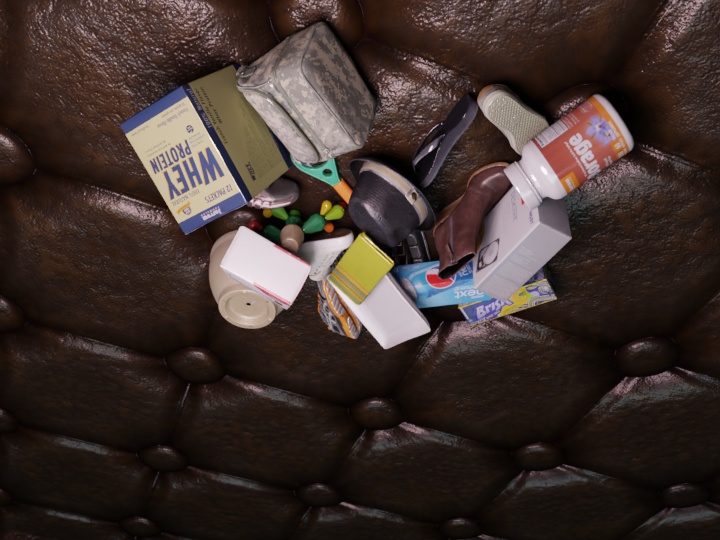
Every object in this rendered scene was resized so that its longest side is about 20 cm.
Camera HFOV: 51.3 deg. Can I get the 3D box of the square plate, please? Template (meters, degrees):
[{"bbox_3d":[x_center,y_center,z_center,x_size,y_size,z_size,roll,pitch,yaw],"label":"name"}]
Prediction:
[{"bbox_3d":[0.036,0.058,1.493,0.199,0.028,0.200,50,151,-4],"label":"square plate"}]

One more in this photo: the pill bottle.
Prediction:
[{"bbox_3d":[0.346,-0.193,1.261,0.199,0.113,0.112,-36,126,13],"label":"pill bottle"}]

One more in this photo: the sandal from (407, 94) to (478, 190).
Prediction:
[{"bbox_3d":[0.132,-0.226,1.312,0.042,0.077,0.201,21,123,-20],"label":"sandal"}]

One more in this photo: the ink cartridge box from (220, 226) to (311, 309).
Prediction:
[{"bbox_3d":[-0.174,0.001,1.386,0.145,0.084,0.200,29,172,-3],"label":"ink cartridge box"}]

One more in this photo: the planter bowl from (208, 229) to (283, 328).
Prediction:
[{"bbox_3d":[-0.227,0.032,1.559,0.196,0.136,0.202,2,136,2],"label":"planter bowl"}]

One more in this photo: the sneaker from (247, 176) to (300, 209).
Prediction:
[{"bbox_3d":[-0.208,-0.183,1.380,0.196,0.076,0.117,6,133,0],"label":"sneaker"}]

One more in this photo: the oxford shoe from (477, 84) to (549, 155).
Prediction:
[{"bbox_3d":[0.266,-0.257,1.281,0.075,0.058,0.199,-45,135,18],"label":"oxford shoe"}]

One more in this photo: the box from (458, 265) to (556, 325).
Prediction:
[{"bbox_3d":[0.306,0.047,1.583,0.197,0.065,0.070,-20,131,24],"label":"box"}]

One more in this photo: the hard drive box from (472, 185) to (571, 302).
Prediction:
[{"bbox_3d":[0.294,-0.066,1.401,0.076,0.157,0.201,23,133,-18],"label":"hard drive box"}]

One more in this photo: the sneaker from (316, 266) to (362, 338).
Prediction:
[{"bbox_3d":[-0.062,0.073,1.636,0.076,0.079,0.202,4,133,30],"label":"sneaker"}]

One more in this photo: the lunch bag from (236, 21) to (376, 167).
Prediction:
[{"bbox_3d":[-0.090,-0.276,1.235,0.166,0.141,0.200,-10,137,36],"label":"lunch bag"}]

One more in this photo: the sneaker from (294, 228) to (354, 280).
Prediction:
[{"bbox_3d":[-0.068,-0.029,1.473,0.199,0.072,0.086,-11,102,55],"label":"sneaker"}]

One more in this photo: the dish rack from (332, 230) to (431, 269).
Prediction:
[{"bbox_3d":[0.038,-0.029,1.535,0.196,0.055,0.155,-7,134,14],"label":"dish rack"}]

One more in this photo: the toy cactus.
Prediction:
[{"bbox_3d":[-0.124,-0.088,1.416,0.196,0.166,0.104,-4,116,1],"label":"toy cactus"}]

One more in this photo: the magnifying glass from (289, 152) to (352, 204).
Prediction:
[{"bbox_3d":[-0.057,-0.180,1.407,0.079,0.023,0.200,-24,130,26],"label":"magnifying glass"}]

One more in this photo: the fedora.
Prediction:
[{"bbox_3d":[0.040,-0.111,1.361,0.199,0.092,0.201,33,164,11],"label":"fedora"}]

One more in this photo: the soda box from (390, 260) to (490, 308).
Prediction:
[{"bbox_3d":[0.159,0.026,1.502,0.196,0.065,0.068,-7,135,4],"label":"soda box"}]

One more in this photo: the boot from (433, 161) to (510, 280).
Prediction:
[{"bbox_3d":[0.212,-0.088,1.375,0.072,0.168,0.200,29,131,-25],"label":"boot"}]

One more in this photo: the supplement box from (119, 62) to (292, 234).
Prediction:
[{"bbox_3d":[-0.243,-0.202,1.225,0.133,0.200,0.202,-22,106,25],"label":"supplement box"}]

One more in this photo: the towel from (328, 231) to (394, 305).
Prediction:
[{"bbox_3d":[0.000,0.000,1.432,0.086,0.018,0.200,41,149,2],"label":"towel"}]
